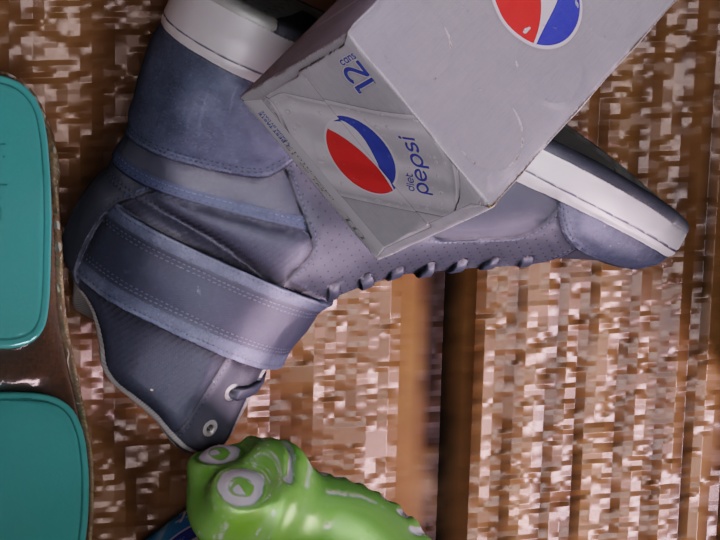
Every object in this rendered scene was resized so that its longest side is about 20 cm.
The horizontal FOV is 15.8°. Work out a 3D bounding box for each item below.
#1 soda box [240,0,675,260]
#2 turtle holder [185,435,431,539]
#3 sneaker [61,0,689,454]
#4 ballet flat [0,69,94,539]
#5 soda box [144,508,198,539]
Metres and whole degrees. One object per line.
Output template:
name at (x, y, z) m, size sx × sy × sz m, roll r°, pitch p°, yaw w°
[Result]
soda box at (0.055, -0.094, 0.798) m, size 0.068 × 0.063 × 0.200 m, roll 49°, pitch 56°, yaw -11°
turtle holder at (-0.019, 0.156, 0.788) m, size 0.132 × 0.141 × 0.186 m, roll 7°, pitch 103°, yaw -16°
sneaker at (-0.001, -0.001, 0.856) m, size 0.202 × 0.077 × 0.146 m, roll 20°, pitch 103°, yaw -25°
ballet flat at (-0.122, 0.037, 0.807) m, size 0.070 × 0.065 × 0.200 m, roll 8°, pitch 75°, yaw -30°
soda box at (-0.006, 0.170, 0.905) m, size 0.068 × 0.064 × 0.200 m, roll -37°, pitch 112°, yaw -4°
